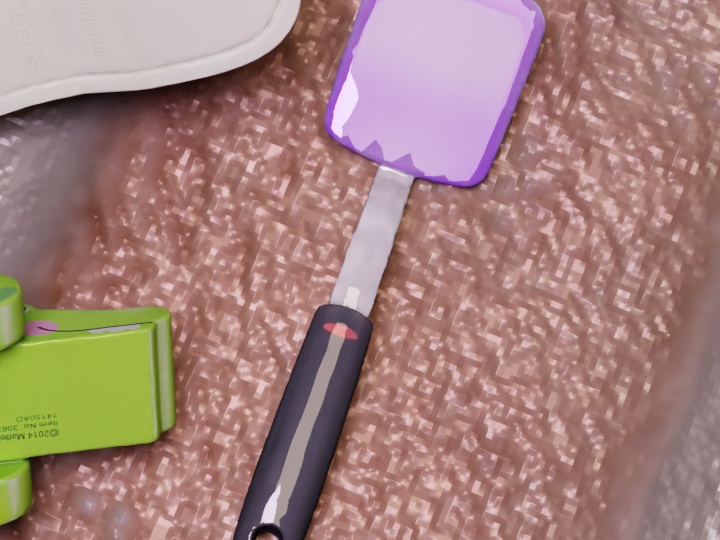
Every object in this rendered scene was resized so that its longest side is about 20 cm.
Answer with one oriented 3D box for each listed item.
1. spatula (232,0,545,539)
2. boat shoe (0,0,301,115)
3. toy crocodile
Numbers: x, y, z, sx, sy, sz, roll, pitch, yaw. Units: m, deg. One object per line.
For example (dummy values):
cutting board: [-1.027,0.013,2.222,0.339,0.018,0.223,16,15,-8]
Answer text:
spatula: [0.000,0.000,0.885,0.057,0.021,0.200,20,69,0]
boat shoe: [-0.117,-0.084,0.883,0.202,0.072,0.060,-7,29,4]
toy crocodile: [-0.150,0.040,0.836,0.200,0.062,0.068,-11,111,-12]
